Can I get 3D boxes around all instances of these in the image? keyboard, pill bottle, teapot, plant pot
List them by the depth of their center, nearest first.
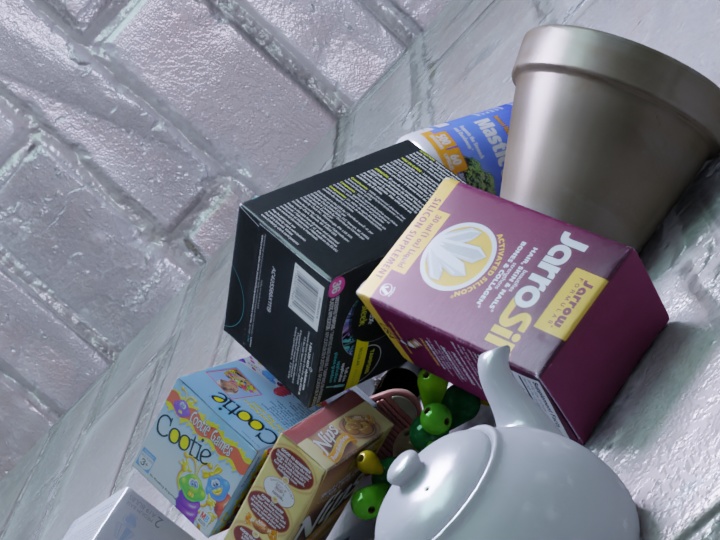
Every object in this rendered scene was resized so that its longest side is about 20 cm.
[{"bbox_3d":[0.074,0.177,1.015,0.197,0.146,0.200,-47,13,10],"label":"teapot"},{"bbox_3d":[0.206,-0.093,1.352,0.174,0.199,0.200,-68,15,-7],"label":"plant pot"},{"bbox_3d":[-0.019,0.260,1.420,0.200,0.011,0.056,-39,11,38],"label":"keyboard"},{"bbox_3d":[0.140,-0.103,1.490,0.199,0.113,0.112,-19,2,-20],"label":"pill bottle"}]

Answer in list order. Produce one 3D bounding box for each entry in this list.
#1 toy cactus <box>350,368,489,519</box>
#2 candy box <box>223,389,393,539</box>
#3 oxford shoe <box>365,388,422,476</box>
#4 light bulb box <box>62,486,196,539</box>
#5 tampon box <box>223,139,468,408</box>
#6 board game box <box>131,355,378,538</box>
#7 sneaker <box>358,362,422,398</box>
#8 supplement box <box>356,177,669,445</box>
[{"bbox_3d":[0.065,0.148,1.325,0.200,0.102,0.165,-56,-5,-22],"label":"toy cactus"},{"bbox_3d":[-0.058,0.208,1.342,0.115,0.055,0.200,-27,-29,-56],"label":"candy box"},{"bbox_3d":[-0.012,0.171,1.527,0.200,0.071,0.074,-39,5,27],"label":"oxford shoe"},{"bbox_3d":[-0.208,0.342,1.379,0.125,0.198,0.200,-37,17,49],"label":"light bulb box"},{"bbox_3d":[0.000,0.000,1.366,0.199,0.126,0.150,-23,-41,-35],"label":"tampon box"},{"bbox_3d":[-0.093,0.149,1.404,0.200,0.105,0.103,-13,-42,-58],"label":"board game box"},{"bbox_3d":[0.060,0.069,1.602,0.201,0.075,0.106,-59,18,-5],"label":"sneaker"},{"bbox_3d":[0.118,0.029,1.212,0.200,0.103,0.131,24,68,41],"label":"supplement box"}]
